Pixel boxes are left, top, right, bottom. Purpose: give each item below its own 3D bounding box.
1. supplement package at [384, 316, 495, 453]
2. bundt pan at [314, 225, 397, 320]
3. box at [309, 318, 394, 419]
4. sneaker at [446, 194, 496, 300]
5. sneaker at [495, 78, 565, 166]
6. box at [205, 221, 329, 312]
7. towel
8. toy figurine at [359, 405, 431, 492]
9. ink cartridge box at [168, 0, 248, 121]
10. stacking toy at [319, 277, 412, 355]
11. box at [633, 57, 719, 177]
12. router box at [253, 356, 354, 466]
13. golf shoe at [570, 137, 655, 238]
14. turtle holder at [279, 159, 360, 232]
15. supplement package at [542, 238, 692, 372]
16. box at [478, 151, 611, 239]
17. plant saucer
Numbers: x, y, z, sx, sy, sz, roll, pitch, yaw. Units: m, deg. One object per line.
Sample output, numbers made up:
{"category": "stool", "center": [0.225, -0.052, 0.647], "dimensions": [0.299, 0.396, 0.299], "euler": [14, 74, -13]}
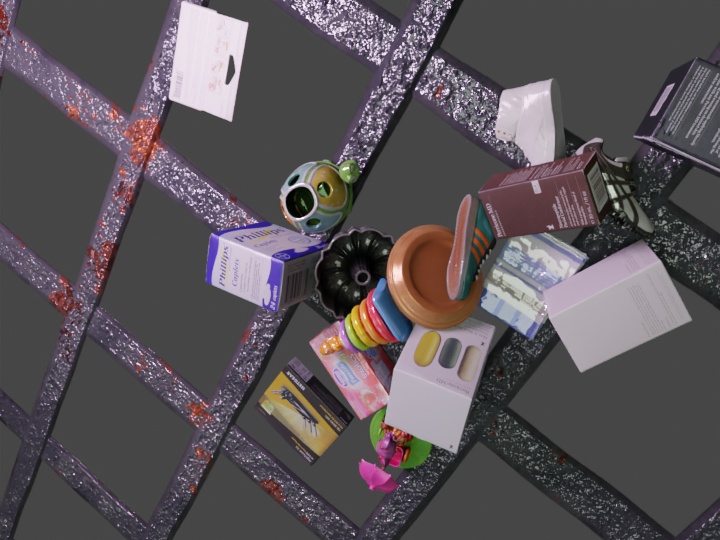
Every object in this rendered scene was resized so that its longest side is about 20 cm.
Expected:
{"category": "supplement package", "center": [0.154, 0.199, 1.079], "dimensions": [0.148, 0.201, 0.154], "euler": [18, 129, 15]}
{"category": "bundt pan", "center": [0.000, 0.000, 1.148], "dimensions": [0.195, 0.076, 0.208], "euler": [-3, 113, -7]}
{"category": "box", "center": [-0.006, 0.198, 1.215], "dimensions": [0.094, 0.102, 0.202], "euler": [-35, 90, 24]}
{"category": "sneaker", "center": [0.214, -0.037, 1.046], "dimensions": [0.078, 0.071, 0.206], "euler": [16, 75, -12]}
{"category": "sneaker", "center": [0.303, -0.229, 1.014], "dimensions": [0.113, 0.073, 0.206], "euler": [2, 111, 37]}
{"category": "box", "center": [-0.187, -0.016, 1.172], "dimensions": [0.195, 0.183, 0.108], "euler": [19, 110, 26]}
{"category": "towel", "center": [0.322, 0.018, 1.085], "dimensions": [0.145, 0.024, 0.204], "euler": [32, 113, 12]}
{"category": "toy figurine", "center": [0.067, 0.372, 1.185], "dimensions": [0.146, 0.184, 0.206], "euler": [18, 109, 15]}
{"category": "ink cartridge box", "center": [-0.318, -0.444, 1.207], "dimensions": [0.172, 0.045, 0.205], "euler": [22, 111, 16]}
{"category": "stacking toy", "center": [-0.003, 0.118, 1.107], "dimensions": [0.197, 0.116, 0.111], "euler": [-32, 99, 20]}
{"category": "box", "center": [0.541, -0.212, 0.845], "dimensions": [0.193, 0.200, 0.126], "euler": [30, 111, 11]}
{"category": "router box", "center": [-0.135, 0.332, 1.325], "dimensions": [0.199, 0.052, 0.158], "euler": [43, 114, 7]}
{"category": "golf shoe", "center": [0.446, -0.141, 0.968], "dimensions": [0.199, 0.078, 0.095], "euler": [41, 101, -4]}
{"category": "turtle holder", "center": [-0.078, -0.148, 1.140], "dimensions": [0.180, 0.131, 0.146], "euler": [2, 104, 21]}
{"category": "supplement package", "center": [0.438, 0.060, 0.984], "dimensions": [0.197, 0.120, 0.123], "euler": [-31, 101, 21]}
{"category": "box", "center": [0.312, -0.124, 0.967], "dimensions": [0.197, 0.075, 0.102], "euler": [-6, 118, 48]}
{"category": "plant saucer", "center": [0.147, 0.007, 1.074], "dimensions": [0.194, 0.037, 0.207], "euler": [3, 75, -13]}
